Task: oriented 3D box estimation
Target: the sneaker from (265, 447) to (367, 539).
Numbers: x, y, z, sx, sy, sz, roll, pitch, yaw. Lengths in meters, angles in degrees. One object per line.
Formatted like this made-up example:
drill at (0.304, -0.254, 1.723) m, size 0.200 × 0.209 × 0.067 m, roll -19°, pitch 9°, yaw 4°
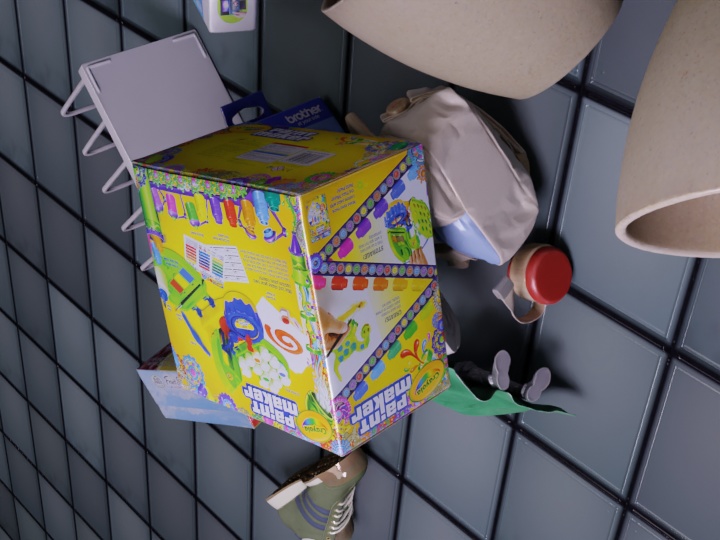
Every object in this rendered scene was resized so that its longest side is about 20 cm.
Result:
sneaker at (-0.031, 0.260, 1.246) m, size 0.090 × 0.067 × 0.200 m, roll 54°, pitch 143°, yaw 1°

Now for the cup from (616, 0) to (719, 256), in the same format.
cup at (0.237, -0.096, 0.608) m, size 0.199 × 0.198 × 0.145 m, roll -16°, pitch 72°, yaw 53°

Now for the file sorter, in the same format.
file sorter at (-0.205, -0.119, 1.166) m, size 0.124 × 0.138 × 0.202 m, roll -31°, pitch 86°, yaw 56°

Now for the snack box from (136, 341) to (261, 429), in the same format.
snack box at (-0.094, 0.063, 1.081) m, size 0.168 × 0.200 × 0.068 m, roll -5°, pitch 118°, yaw 50°

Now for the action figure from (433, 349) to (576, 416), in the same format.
action figure at (0.090, 0.097, 0.983) m, size 0.117 × 0.055 × 0.200 m, roll 25°, pitch 166°, yaw -20°

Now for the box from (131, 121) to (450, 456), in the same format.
box at (-0.053, 0.004, 0.835) m, size 0.199 × 0.121 × 0.195 m, roll 14°, pitch 120°, yaw 44°

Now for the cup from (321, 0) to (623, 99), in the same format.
cup at (0.090, -0.199, 0.737) m, size 0.143 × 0.201 × 0.200 m, roll 41°, pitch 147°, yaw -17°

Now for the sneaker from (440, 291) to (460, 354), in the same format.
sneaker at (0.000, 0.000, 0.919) m, size 0.080 × 0.076 × 0.201 m, roll -34°, pitch 83°, yaw 24°

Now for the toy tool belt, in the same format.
toy tool belt at (0.076, -0.054, 0.888) m, size 0.200 × 0.125 × 0.122 m, roll 48°, pitch 159°, yaw -28°

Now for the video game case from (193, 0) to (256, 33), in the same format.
video game case at (-0.133, -0.330, 0.962) m, size 0.201 × 0.045 × 0.183 m, roll -120°, pitch 28°, yaw -52°

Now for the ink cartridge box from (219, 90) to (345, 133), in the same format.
ink cartridge box at (-0.061, -0.068, 1.016) m, size 0.201 × 0.136 × 0.077 m, roll 54°, pitch 146°, yaw 14°
